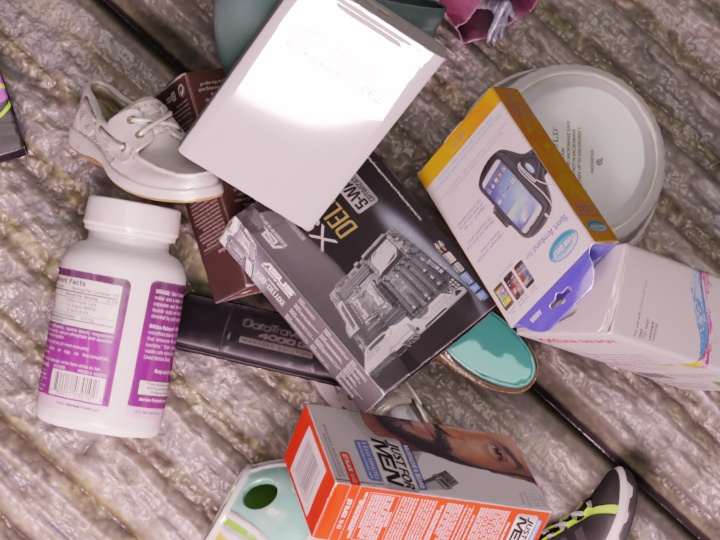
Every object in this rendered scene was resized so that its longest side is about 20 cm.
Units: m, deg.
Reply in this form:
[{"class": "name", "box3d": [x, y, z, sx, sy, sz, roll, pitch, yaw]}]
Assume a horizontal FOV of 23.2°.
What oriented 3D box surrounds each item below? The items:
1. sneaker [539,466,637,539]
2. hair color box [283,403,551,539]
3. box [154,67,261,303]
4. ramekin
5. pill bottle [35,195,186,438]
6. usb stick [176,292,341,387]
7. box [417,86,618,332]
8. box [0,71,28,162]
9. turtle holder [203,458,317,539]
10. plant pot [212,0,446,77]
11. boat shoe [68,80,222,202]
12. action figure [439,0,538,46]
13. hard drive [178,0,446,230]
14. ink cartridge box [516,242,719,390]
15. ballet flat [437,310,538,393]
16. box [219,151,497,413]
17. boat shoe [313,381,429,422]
[{"class": "sneaker", "box3d": [0.178, 0.255, 1.579, 0.083, 0.072, 0.200, 31, 80, -1]}, {"class": "hair color box", "box3d": [0.047, 0.180, 1.474, 0.200, 0.111, 0.064, 12, 117, -24]}, {"class": "box", "box3d": [-0.103, -0.081, 1.575, 0.100, 0.075, 0.200, -13, 82, -33]}, {"class": "ramekin", "box3d": [0.189, -0.098, 1.617, 0.202, 0.094, 0.203, 1, 82, -8]}, {"class": "pill bottle", "box3d": [-0.213, 0.039, 1.528, 0.112, 0.112, 0.200, 10, 89, -6]}, {"class": "usb stick", "box3d": [-0.075, 0.064, 1.564, 0.200, 0.033, 0.056, 12, 70, 14]}, {"class": "box", "box3d": [0.139, -0.046, 1.515, 0.041, 0.119, 0.200, -5, 55, -46]}, {"class": "box", "box3d": [-0.400, -0.179, 1.584, 0.143, 0.036, 0.200, -19, 84, -9]}, {"class": "turtle holder", "box3d": [-0.070, 0.250, 1.512, 0.132, 0.141, 0.186, 30, 80, -4]}, {"class": "plant pot", "box3d": [-0.038, -0.185, 1.501, 0.200, 0.200, 0.134, 12, 103, -5]}, {"class": "boat shoe", "box3d": [-0.190, -0.115, 1.519, 0.071, 0.200, 0.069, -11, 119, -41]}, {"class": "action figure", "box3d": [0.080, -0.299, 1.605, 0.134, 0.149, 0.200, -29, 54, -19]}, {"class": "hard drive", "box3d": [-0.041, -0.137, 1.417, 0.132, 0.026, 0.200, 31, 122, -14]}, {"class": "ink cartridge box", "box3d": [0.262, 0.044, 1.550, 0.200, 0.145, 0.084, 18, 80, -26]}, {"class": "ballet flat", "box3d": [0.072, 0.047, 1.598, 0.200, 0.065, 0.071, 35, 74, -3]}, {"class": "box", "box3d": [0.000, 0.000, 1.518, 0.158, 0.050, 0.200, -35, 82, -34]}, {"class": "boat shoe", "box3d": [0.021, 0.121, 1.578, 0.071, 0.069, 0.200, -38, 89, -11]}]
